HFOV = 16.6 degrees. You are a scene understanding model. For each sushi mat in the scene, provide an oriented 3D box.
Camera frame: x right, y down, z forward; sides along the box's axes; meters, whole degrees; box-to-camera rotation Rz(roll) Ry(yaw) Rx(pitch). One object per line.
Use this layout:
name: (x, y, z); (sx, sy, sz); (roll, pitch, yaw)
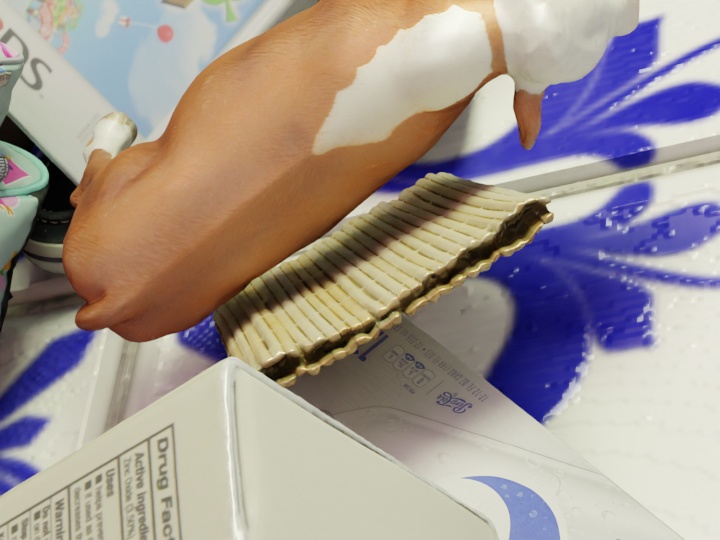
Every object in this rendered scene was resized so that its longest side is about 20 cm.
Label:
sushi mat: (0.000, 0.000, 0.739); (0.095, 0.012, 0.200); (-31, 7, -3)

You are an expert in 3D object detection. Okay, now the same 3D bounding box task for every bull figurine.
bull figurine: (-0.010, -0.052, 0.765); (0.199, 0.065, 0.122); (-32, 20, 9)

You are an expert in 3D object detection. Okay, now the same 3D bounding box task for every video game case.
video game case: (-0.080, -0.151, 0.859); (0.182, 0.022, 0.200); (44, 97, 17)

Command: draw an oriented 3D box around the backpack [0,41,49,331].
backpack: (-0.211, -0.027, 0.789); (0.175, 0.154, 0.200); (22, 20, 19)

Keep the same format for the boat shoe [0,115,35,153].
boat shoe: (-0.204, -0.053, 0.953); (0.200, 0.071, 0.077); (21, 82, 52)

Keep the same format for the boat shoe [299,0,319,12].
boat shoe: (0.029, -0.126, 0.893); (0.064, 0.073, 0.201); (-2, 57, 22)

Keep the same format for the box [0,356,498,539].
box: (-0.065, 0.134, 0.594); (0.199, 0.109, 0.129); (-30, 47, 26)

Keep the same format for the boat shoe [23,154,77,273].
boat shoe: (-0.068, -0.083, 0.907); (0.074, 0.062, 0.200); (14, 58, 37)

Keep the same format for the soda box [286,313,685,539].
soda box: (0.047, 0.089, 0.658); (0.063, 0.068, 0.200); (-39, 42, -11)
